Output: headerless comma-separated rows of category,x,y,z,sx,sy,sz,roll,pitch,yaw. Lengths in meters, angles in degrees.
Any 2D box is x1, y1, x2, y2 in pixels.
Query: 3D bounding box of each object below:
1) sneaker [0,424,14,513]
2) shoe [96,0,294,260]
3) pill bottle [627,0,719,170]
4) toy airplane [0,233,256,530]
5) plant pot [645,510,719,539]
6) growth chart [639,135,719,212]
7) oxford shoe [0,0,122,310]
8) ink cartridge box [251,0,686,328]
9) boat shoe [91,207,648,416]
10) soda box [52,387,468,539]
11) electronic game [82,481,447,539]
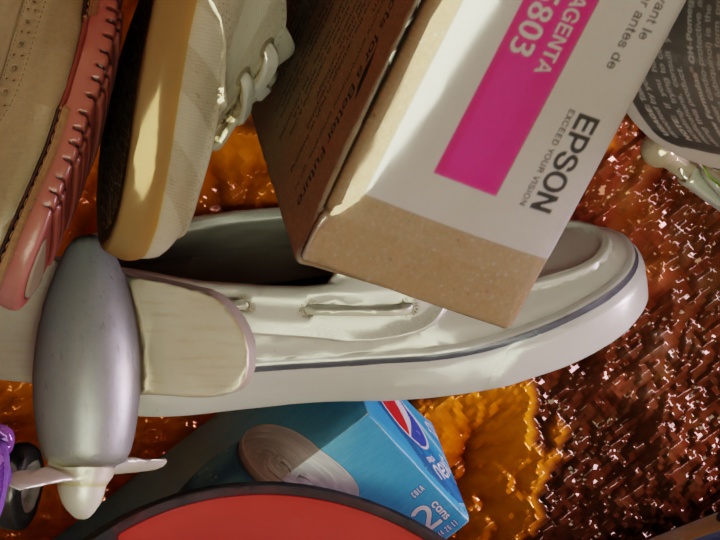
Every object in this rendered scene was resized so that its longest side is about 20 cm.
sneaker,-0.140,0.037,0.678,0.083,0.200,0.081,5,160,-39
shoe,-0.034,-0.096,0.725,0.053,0.070,0.200,16,80,-11
pill bottle,0.141,-0.080,0.728,0.111,0.200,0.111,-7,104,-29
toy airplane,-0.161,0.020,0.759,0.200,0.141,0.199,-40,98,25
plant pot,0.129,0.208,0.889,0.200,0.200,0.180,-21,112,0
growth chart,0.206,-0.007,0.807,0.145,0.200,0.018,33,73,-32
oxford shoe,-0.107,-0.083,0.714,0.075,0.200,0.070,11,153,-9
ink cartridge box,0.041,-0.108,0.722,0.075,0.165,0.200,20,112,-19
boat shoe,0.000,0.000,0.827,0.200,0.072,0.066,-5,122,0
soda box,-0.062,0.113,0.869,0.200,0.068,0.064,-38,118,9
electronic game,-0.024,0.159,0.763,0.200,0.200,0.042,2,149,-12
